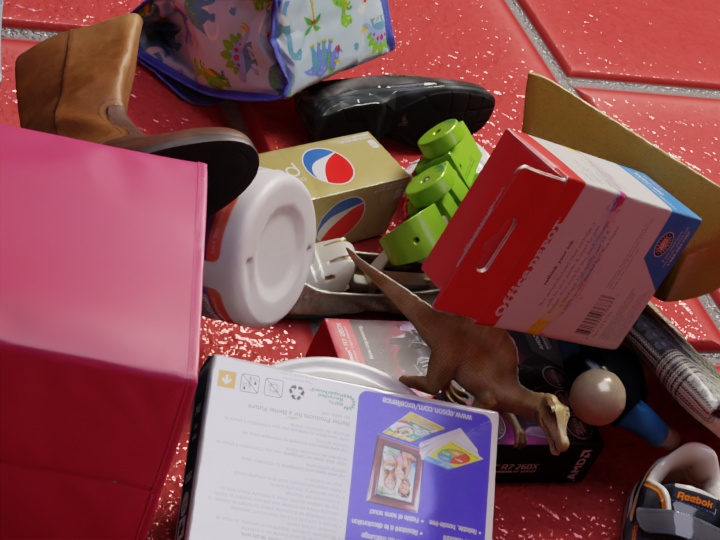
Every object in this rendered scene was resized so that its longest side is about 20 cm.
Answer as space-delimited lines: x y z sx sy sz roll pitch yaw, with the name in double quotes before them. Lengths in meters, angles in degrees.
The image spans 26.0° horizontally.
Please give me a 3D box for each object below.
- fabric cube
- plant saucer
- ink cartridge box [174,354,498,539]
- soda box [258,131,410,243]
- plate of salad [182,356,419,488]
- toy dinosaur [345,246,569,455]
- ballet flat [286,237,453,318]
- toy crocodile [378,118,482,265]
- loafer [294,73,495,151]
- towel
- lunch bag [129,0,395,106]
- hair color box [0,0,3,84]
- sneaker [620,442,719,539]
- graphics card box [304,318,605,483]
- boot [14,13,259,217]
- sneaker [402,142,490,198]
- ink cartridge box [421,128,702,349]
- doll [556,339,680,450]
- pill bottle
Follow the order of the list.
"fabric cube" -0.212 0.046 0.951 0.198 0.200 0.197 10 41 -14
"plant saucer" 0.197 -0.049 1.207 0.200 0.200 0.049 35 79 13
"ink cartridge box" -0.016 0.166 0.972 0.197 0.043 0.201 13 62 -13
"soda box" -0.060 -0.054 1.258 0.200 0.068 0.064 -16 53 -40
"plate of salad" -0.021 0.155 1.028 0.199 0.048 0.201 8 64 -16
"toy dinosaur" 0.067 0.062 1.076 0.200 0.101 0.058 40 43 15
"ballet flat" 0.000 0.000 1.229 0.199 0.062 0.068 3 42 -24
"toy crocodile" 0.063 -0.063 1.250 0.068 0.062 0.200 56 26 -21
"loafer" 0.033 -0.154 1.427 0.199 0.073 0.072 -5 41 -33
"towel" 0.244 0.070 1.233 0.193 0.035 0.200 49 12 33
"lunch bag" -0.097 -0.225 1.401 0.199 0.128 0.170 11 27 35
"hair color box" -0.288 -0.082 1.062 0.060 0.200 0.099 8 40 -18
"sneaker" 0.218 0.202 1.092 0.078 0.080 0.200 20 39 -6
"graphics card box" 0.069 0.098 1.159 0.199 0.051 0.126 4 42 -24
"boot" -0.160 -0.107 1.084 0.188 0.069 0.200 -21 41 16
"sneaker" 0.104 -0.029 1.326 0.099 0.075 0.200 -22 51 -27
"ink cartridge box" 0.124 -0.021 1.046 0.200 0.116 0.067 13 25 -44
"doll" 0.188 0.081 1.164 0.137 0.048 0.200 51 12 6
"pill bottle" -0.142 -0.032 1.119 0.199 0.112 0.111 13 32 25
